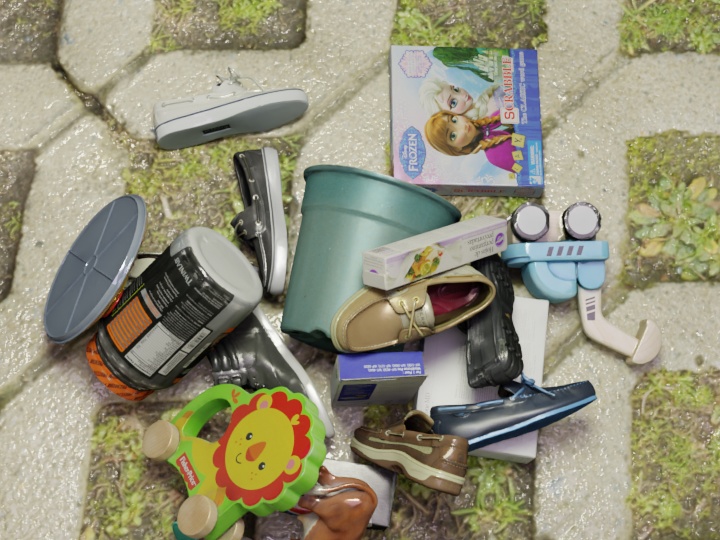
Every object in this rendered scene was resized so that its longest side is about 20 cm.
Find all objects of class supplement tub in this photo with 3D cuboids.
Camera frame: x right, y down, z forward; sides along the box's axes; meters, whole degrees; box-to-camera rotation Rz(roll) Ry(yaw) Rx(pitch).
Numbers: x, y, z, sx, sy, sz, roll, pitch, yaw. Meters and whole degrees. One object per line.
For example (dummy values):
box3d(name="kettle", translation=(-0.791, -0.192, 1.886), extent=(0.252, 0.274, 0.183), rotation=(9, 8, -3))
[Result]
box3d(name="supplement tub", translation=(-0.220, 0.054, 1.411), extent=(0.200, 0.122, 0.123), rotation=(-42, 78, 19))

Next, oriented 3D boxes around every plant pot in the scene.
box3d(name="plant pot", translation=(0.000, 0.000, 1.452), extent=(0.200, 0.200, 0.197), rotation=(16, 79, 1))

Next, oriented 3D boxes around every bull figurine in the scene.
box3d(name="bull figurine", translation=(-0.049, 0.307, 1.364), extent=(0.121, 0.065, 0.200), rotation=(21, 113, 1))

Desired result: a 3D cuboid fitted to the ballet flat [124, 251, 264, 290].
box3d(name="ballet flat", translation=(-0.216, 0.009, 1.488), extent=(0.200, 0.072, 0.072), rotation=(1, 72, -5))

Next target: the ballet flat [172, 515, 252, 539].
box3d(name="ballet flat", translation=(-0.137, 0.353, 1.392), extent=(0.071, 0.069, 0.200), rotation=(-30, 80, -31))

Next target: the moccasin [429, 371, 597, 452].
box3d(name="moccasin", translation=(0.177, 0.155, 1.416), extent=(0.199, 0.081, 0.068), rotation=(-15, 71, -10))

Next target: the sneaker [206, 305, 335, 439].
box3d(name="sneaker", translation=(-0.116, 0.139, 1.457), extent=(0.099, 0.071, 0.200), rotation=(-34, 72, -12))

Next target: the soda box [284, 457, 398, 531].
box3d(name="soda box", translation=(-0.060, 0.254, 1.426), extent=(0.199, 0.063, 0.071), rotation=(11, 72, -1))

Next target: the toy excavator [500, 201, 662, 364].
box3d(name="toy excavator", translation=(0.274, 0.019, 1.521), extent=(0.194, 0.100, 0.201), rotation=(-1, 85, -3))

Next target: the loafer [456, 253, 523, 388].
box3d(name="loafer", translation=(0.146, 0.051, 1.444), extent=(0.070, 0.068, 0.201), rotation=(-23, 45, 24))

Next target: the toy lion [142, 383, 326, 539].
box3d(name="toy lion", translation=(-0.132, 0.199, 1.353), extent=(0.192, 0.069, 0.200), rotation=(-43, 45, 4))

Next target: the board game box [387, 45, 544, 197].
box3d(name="board game box", translation=(0.137, -0.197, 1.596), extent=(0.199, 0.041, 0.201), rotation=(0, 72, -4))

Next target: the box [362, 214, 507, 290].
box3d(name="box", translation=(0.087, -0.022, 1.380), extent=(0.200, 0.041, 0.039), rotation=(-18, 114, -40))

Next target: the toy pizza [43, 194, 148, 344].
box3d(name="toy pizza", translation=(-0.308, 0.000, 1.437), extent=(0.032, 0.200, 0.201), rotation=(33, 69, -30))

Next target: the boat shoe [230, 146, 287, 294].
box3d(name="boat shoe", translation=(-0.130, -0.064, 1.514), extent=(0.066, 0.070, 0.201), rotation=(-1, 70, -12))

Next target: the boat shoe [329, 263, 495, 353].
box3d(name="boat shoe", translation=(0.061, 0.041, 1.355), extent=(0.200, 0.066, 0.074), rotation=(-24, 110, -24))

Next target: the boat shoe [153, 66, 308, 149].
box3d(name="boat shoe", translation=(-0.171, -0.221, 1.568), extent=(0.201, 0.075, 0.086), rotation=(-15, 71, 1))

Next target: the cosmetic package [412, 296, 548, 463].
box3d(name="cosmetic package", translation=(0.145, 0.126, 1.489), extent=(0.150, 0.052, 0.201), rotation=(10, 72, -4))

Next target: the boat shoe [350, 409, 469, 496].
box3d(name="boat shoe", translation=(0.061, 0.198, 1.390), extent=(0.075, 0.202, 0.075), rotation=(21, 85, -33))

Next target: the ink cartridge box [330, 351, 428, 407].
box3d(name="ink cartridge box", translation=(0.019, 0.124, 1.401), extent=(0.099, 0.200, 0.039), rotation=(-2, 76, -6))
